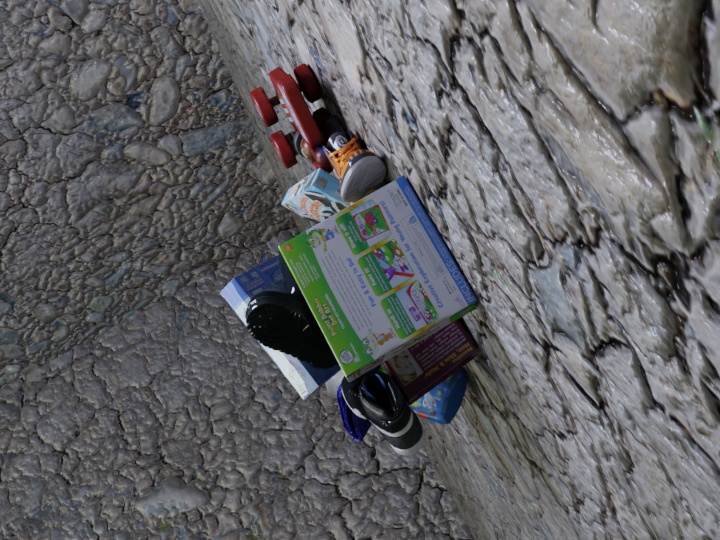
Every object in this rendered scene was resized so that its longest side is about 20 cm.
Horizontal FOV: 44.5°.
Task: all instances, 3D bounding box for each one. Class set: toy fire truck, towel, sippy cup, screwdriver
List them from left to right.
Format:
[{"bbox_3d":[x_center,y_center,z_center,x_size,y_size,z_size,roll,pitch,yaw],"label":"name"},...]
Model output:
[{"bbox_3d":[-0.098,-0.243,1.479,0.202,0.111,0.168,65,176,-28],"label":"toy fire truck"},{"bbox_3d":[-0.008,-0.173,1.487,0.029,0.027,0.202,-76,-35,-50],"label":"screwdriver"},{"bbox_3d":[0.025,0.179,1.533,0.049,0.201,0.149,20,140,23],"label":"towel"},{"bbox_3d":[0.108,0.196,1.506,0.129,0.140,0.179,19,144,24],"label":"sippy cup"}]

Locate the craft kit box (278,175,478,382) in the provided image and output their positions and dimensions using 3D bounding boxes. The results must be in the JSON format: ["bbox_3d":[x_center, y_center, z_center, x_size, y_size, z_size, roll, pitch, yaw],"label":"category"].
[{"bbox_3d":[0.022,0.009,1.153,0.202,0.195,0.049,61,174,17],"label":"craft kit box"}]

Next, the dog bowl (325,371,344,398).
[{"bbox_3d":[-0.014,0.145,1.599,0.200,0.058,0.204,5,-90,-74],"label":"dog bowl"}]

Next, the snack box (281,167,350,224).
[{"bbox_3d":[-0.059,-0.118,1.549,0.115,0.038,0.200,29,166,-15],"label":"snack box"}]

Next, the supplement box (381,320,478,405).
[{"bbox_3d":[0.068,0.082,1.331,0.201,0.130,0.103,55,175,11],"label":"supplement box"}]

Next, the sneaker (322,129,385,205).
[{"bbox_3d":[-0.018,-0.163,1.323,0.113,0.077,0.200,60,174,10],"label":"sneaker"}]

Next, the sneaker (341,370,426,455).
[{"bbox_3d":[0.020,0.175,1.296,0.199,0.073,0.113,36,159,51],"label":"sneaker"}]

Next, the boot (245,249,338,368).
[{"bbox_3d":[-0.099,0.030,1.237,0.200,0.076,0.170,37,-149,-48],"label":"boot"}]

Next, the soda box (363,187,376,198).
[{"bbox_3d":[0.010,-0.050,1.372,0.067,0.064,0.200,33,161,2],"label":"soda box"}]

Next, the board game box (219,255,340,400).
[{"bbox_3d":[-0.089,0.071,1.343,0.200,0.043,0.200,51,-149,4],"label":"board game box"}]
